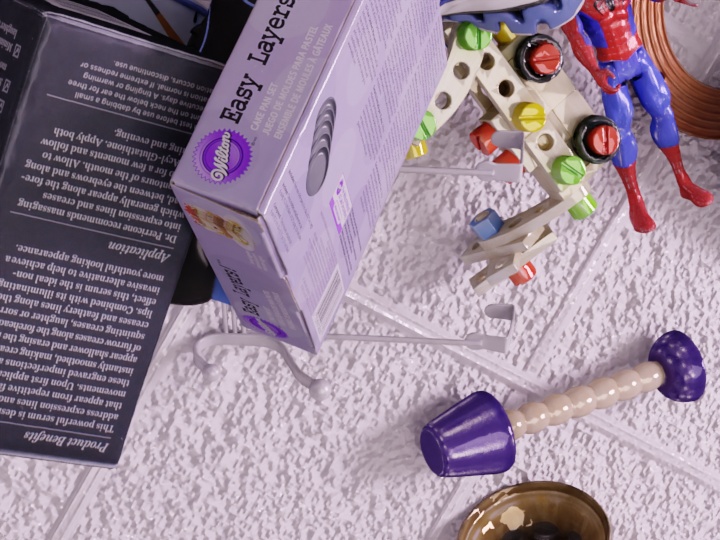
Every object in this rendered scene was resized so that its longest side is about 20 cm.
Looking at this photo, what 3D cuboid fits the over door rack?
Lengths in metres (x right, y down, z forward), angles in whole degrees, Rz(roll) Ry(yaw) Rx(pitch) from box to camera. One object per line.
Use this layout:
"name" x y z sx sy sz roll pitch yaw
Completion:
"over door rack" 0.000 0.000 1.025 0.200 0.067 0.148 -5 131 -6

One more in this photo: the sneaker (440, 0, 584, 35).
"sneaker" 0.028 -0.178 0.968 0.199 0.081 0.115 -10 156 -1

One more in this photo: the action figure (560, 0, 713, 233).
"action figure" 0.173 -0.114 1.089 0.065 0.099 0.200 -25 113 -4

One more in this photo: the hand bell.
"hand bell" 0.135 0.252 1.236 0.104 0.104 0.200 -29 130 -16

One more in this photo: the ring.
"ring" 0.248 -0.184 1.165 0.200 0.019 0.201 -10 113 -25

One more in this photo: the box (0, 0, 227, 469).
"box" -0.159 -0.029 0.845 0.107 0.148 0.200 13 101 -35

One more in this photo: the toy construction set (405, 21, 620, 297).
"toy construction set" 0.075 -0.075 1.071 0.131 0.092 0.200 -42 122 -11

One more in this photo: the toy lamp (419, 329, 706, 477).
"toy lamp" 0.133 0.091 1.184 0.200 0.058 0.058 -15 114 -23

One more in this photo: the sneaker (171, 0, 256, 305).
"sneaker" -0.084 -0.082 0.924 0.078 0.070 0.200 8 89 -5

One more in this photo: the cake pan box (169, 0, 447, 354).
"cake pan box" -0.016 -0.074 0.859 0.200 0.052 0.184 70 43 -69

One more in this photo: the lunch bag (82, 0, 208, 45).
"lunch bag" -0.170 -0.079 0.956 0.160 0.076 0.200 26 94 -34
